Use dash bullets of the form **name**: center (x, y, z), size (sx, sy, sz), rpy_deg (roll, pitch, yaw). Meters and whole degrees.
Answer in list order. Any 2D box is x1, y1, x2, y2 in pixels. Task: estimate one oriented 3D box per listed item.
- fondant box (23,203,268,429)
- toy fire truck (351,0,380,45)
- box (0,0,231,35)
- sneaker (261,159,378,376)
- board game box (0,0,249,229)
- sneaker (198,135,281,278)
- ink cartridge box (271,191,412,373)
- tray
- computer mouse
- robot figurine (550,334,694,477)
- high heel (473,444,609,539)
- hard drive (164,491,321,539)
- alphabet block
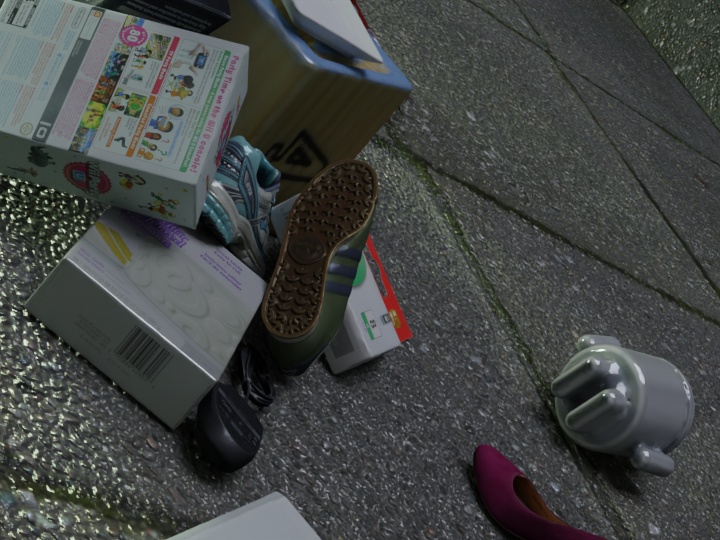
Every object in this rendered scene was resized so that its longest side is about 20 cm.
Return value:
- **fondant box**: center (-0.160, 0.019, 1.255), size (0.144, 0.058, 0.200), rpy_deg (40, 20, -7)
- **toy fire truck**: center (-0.037, -0.329, 2.096), size (0.169, 0.112, 0.200), rpy_deg (60, 21, -6)
- **box**: center (-0.233, -0.274, 1.410), size (0.117, 0.199, 0.198), rpy_deg (16, 56, -50)
- **sneaker**: center (-0.037, 0.003, 1.389), size (0.067, 0.090, 0.201), rpy_deg (15, 53, 10)
- **board game box**: center (-0.202, -0.131, 1.269), size (0.198, 0.064, 0.148), rpy_deg (15, 56, 3)
- **sneaker**: center (-0.098, -0.054, 1.394), size (0.077, 0.086, 0.200), rpy_deg (38, -8, 13)
- **ink cartridge box**: center (0.000, 0.000, 1.521), size (0.200, 0.050, 0.162), rpy_deg (-18, 84, -65)
- **tray**: center (-0.051, -0.260, 1.477), size (0.107, 0.022, 0.201), rpy_deg (25, 28, -38)
- **computer mouse**: center (-0.098, 0.105, 1.248), size (0.059, 0.034, 0.200), rpy_deg (52, 13, -9)
- **robot figurine**: center (0.286, 0.142, 1.739), size (0.199, 0.113, 0.171), rpy_deg (16, 49, -50)
- **high heel**: center (0.178, 0.214, 1.432), size (0.067, 0.096, 0.201), rpy_deg (12, 37, -53)
- **hard drive**: center (-0.066, 0.223, 1.077), size (0.132, 0.026, 0.200), rpy_deg (48, 21, 14)
- **alphabet block**: center (-0.107, -0.172, 1.518), size (0.196, 0.200, 0.196), rpy_deg (52, 23, 22)
